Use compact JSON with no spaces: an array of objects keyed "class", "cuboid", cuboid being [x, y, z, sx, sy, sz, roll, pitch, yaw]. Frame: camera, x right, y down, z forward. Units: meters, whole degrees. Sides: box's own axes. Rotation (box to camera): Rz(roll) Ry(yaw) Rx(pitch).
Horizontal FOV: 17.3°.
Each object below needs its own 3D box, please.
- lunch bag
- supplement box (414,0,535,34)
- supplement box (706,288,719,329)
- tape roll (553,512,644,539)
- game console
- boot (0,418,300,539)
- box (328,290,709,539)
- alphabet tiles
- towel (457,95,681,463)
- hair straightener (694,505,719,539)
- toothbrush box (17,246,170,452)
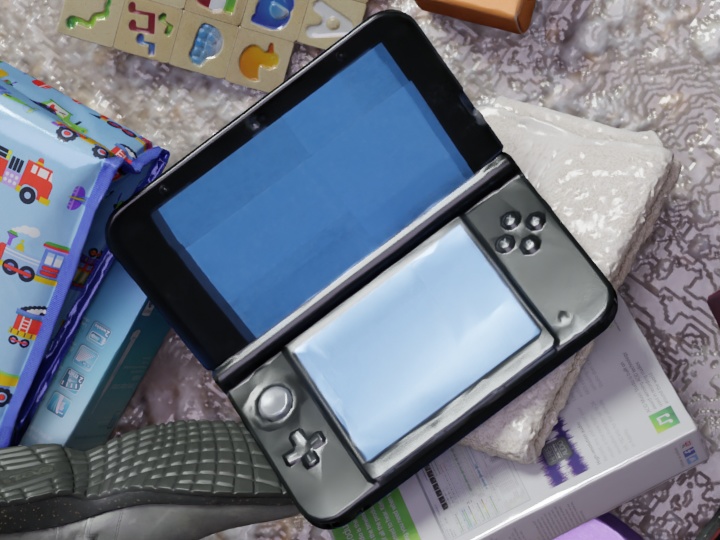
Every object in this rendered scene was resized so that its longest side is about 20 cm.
[{"class":"lunch bag","cuboid":[-0.219,-0.007,1.272,0.150,0.094,0.201,28,102,9]},{"class":"supplement box","cuboid":[0.085,-0.237,1.313,0.066,0.069,0.201,15,88,9]},{"class":"supplement box","cuboid":[0.281,0.074,1.231,0.110,0.086,0.201,-22,83,-28]},{"class":"tape roll","cuboid":[0.084,0.220,1.296,0.199,0.066,0.201,-1,87,10]},{"class":"game console","cuboid":[0.000,0.000,1.218,0.200,0.118,0.171,-37,54,2]},{"class":"boot","cuboid":[-0.120,0.155,1.286,0.199,0.068,0.131,-5,121,-2]},{"class":"box","cuboid":[0.068,0.087,1.272,0.199,0.036,0.145,-26,48,2]},{"class":"alphabet tiles","cuboid":[-0.086,-0.193,1.329,0.199,0.006,0.167,15,109,-6]},{"class":"towel","cuboid":[0.077,0.000,1.275,0.132,0.034,0.200,16,69,32]},{"class":"hair straightener","cuboid":[0.195,0.174,1.236,0.077,0.041,0.200,32,52,17]},{"class":"toothbrush box","cuboid":[-0.210,0.056,1.347,0.146,0.085,0.200,29,92,11]}]
